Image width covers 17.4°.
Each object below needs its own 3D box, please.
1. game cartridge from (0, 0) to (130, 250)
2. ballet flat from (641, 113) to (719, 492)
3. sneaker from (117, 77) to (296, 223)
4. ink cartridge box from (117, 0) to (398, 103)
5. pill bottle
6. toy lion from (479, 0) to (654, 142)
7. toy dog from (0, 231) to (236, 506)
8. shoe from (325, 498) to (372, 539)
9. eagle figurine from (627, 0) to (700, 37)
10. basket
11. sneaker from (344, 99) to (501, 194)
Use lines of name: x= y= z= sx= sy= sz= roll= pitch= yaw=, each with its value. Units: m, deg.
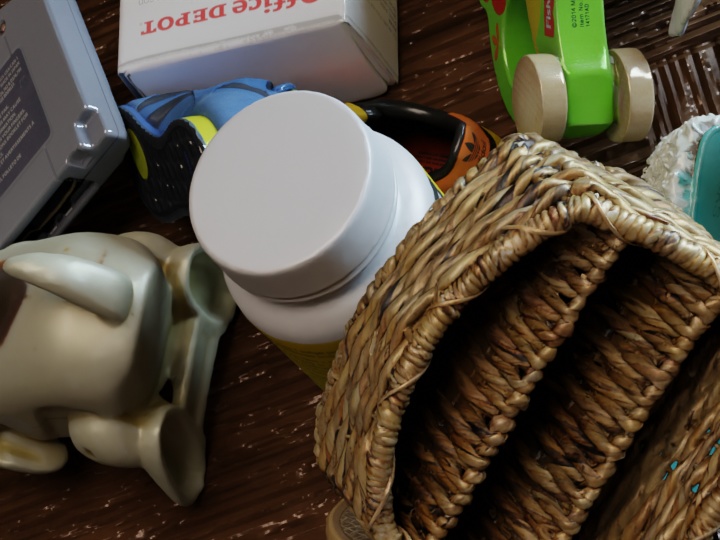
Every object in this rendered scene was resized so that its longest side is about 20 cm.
game cartridge: x=-0.210 y=-0.062 z=1.338 sx=0.200 sy=0.041 sz=0.134 roll=-46 pitch=56 yaw=31
ballet flat: x=0.156 y=0.020 z=1.171 sx=0.071 sy=0.072 sz=0.201 roll=6 pitch=72 yaw=26
sneaker: x=-0.076 y=-0.068 z=1.256 sx=0.078 sy=0.066 sz=0.200 roll=-24 pitch=12 yaw=-19
ink cartridge box: x=-0.058 y=-0.193 z=1.348 sx=0.145 sy=0.085 sz=0.202 roll=-11 pitch=65 yaw=20
pill bottle: x=0.000 y=0.000 z=1.161 sx=0.113 sy=0.200 sz=0.115 roll=-10 pitch=62 yaw=20
toy lion: x=0.091 y=-0.174 z=1.240 sx=0.068 sy=0.192 sz=0.202 roll=-5 pitch=101 yaw=-14
toy dog: x=-0.189 y=0.042 z=1.240 sx=0.198 sy=0.194 sz=0.141 roll=3 pitch=80 yaw=18
shoe: x=0.069 y=0.169 z=1.145 sx=0.199 sy=0.054 sz=0.070 roll=23 pitch=35 yaw=28
eagle figurine: x=0.167 y=-0.211 z=1.235 sx=0.200 sy=0.151 sz=0.152 roll=38 pitch=96 yaw=22
basket: x=0.083 y=0.057 z=1.059 sx=0.201 sy=0.142 sz=0.149 roll=-57 pitch=37 yaw=14
sneaker: x=-0.010 y=-0.067 z=1.262 sx=0.199 sy=0.090 sz=0.070 roll=8 pitch=70 yaw=27
